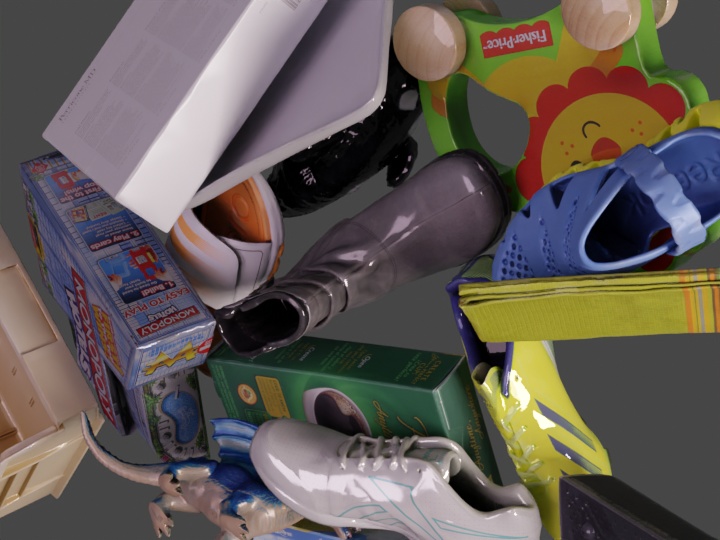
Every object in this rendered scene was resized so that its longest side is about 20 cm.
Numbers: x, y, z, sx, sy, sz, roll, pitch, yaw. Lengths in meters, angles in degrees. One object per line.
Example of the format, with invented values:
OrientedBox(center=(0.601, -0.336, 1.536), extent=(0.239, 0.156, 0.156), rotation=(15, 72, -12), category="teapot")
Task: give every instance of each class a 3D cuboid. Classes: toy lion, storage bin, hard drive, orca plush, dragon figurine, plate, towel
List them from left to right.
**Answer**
OrientedBox(center=(-0.301, 0.080, 1.343), extent=(0.201, 0.093, 0.199), rotation=(59, 148, 14), category="storage bin")
OrientedBox(center=(-0.090, 0.141, 1.155), extent=(0.199, 0.099, 0.059), rotation=(23, 126, 22), category="dragon figurine")
OrientedBox(center=(-0.043, -0.143, 1.128), extent=(0.199, 0.032, 0.201), rotation=(-25, 44, 38), category="plate")
OrientedBox(center=(-0.034, -0.092, 1.159), extent=(0.199, 0.071, 0.106), rotation=(-23, 84, 38), category="orca plush")
OrientedBox(center=(0.131, -0.084, 1.048), extent=(0.199, 0.069, 0.193), rotation=(-4, 103, 38), category="toy lion")
OrientedBox(center=(0.160, 0.024, 0.983), extent=(0.199, 0.086, 0.018), rotation=(-3, 66, 14), category="towel")
OrientedBox(center=(0.176, 0.227, 1.027), extent=(0.135, 0.042, 0.201), rotation=(28, 132, 56), category="hard drive")

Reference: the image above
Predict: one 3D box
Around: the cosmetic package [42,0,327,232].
OrientedBox(center=(-0.117, -0.140, 1.142), extent=(0.200, 0.052, 0.151), rotation=(-55, 37, 1), category="cosmetic package")

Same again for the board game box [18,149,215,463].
OrientedBox(center=(-0.164, 0.041, 1.209), extent=(0.200, 0.061, 0.201), rotation=(42, 145, 50), category="board game box")

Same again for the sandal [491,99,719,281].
OrientedBox(center=(0.142, -0.026, 0.979), extent=(0.080, 0.087, 0.200), rotation=(51, 132, -1), category="sandal")

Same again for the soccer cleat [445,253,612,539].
OrientedBox(center=(0.102, 0.088, 1.079), extent=(0.065, 0.084, 0.201), rotation=(-21, 85, 38), category="soccer cleat")

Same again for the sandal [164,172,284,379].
OrientedBox(center=(-0.107, 0.009, 1.211), extent=(0.079, 0.059, 0.207), rotation=(39, 135, 28), category="sandal")

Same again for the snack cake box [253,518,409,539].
OrientedBox(center=(0.021, 0.235, 1.178), extent=(0.199, 0.067, 0.116), rotation=(7, 102, 36), category="snack cake box")

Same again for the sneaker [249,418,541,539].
OrientedBox(center=(0.025, 0.131, 1.083), extent=(0.199, 0.070, 0.081), rotation=(22, 130, 12), category="sneaker")

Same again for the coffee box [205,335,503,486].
OrientedBox(center=(-0.004, 0.107, 1.165), extent=(0.199, 0.044, 0.123), rotation=(4, 124, 38), category="coffee box")

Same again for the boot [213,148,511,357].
OrientedBox(center=(0.000, 0.000, 1.089), extent=(0.070, 0.131, 0.200), rotation=(56, 140, 1), category="boot")
